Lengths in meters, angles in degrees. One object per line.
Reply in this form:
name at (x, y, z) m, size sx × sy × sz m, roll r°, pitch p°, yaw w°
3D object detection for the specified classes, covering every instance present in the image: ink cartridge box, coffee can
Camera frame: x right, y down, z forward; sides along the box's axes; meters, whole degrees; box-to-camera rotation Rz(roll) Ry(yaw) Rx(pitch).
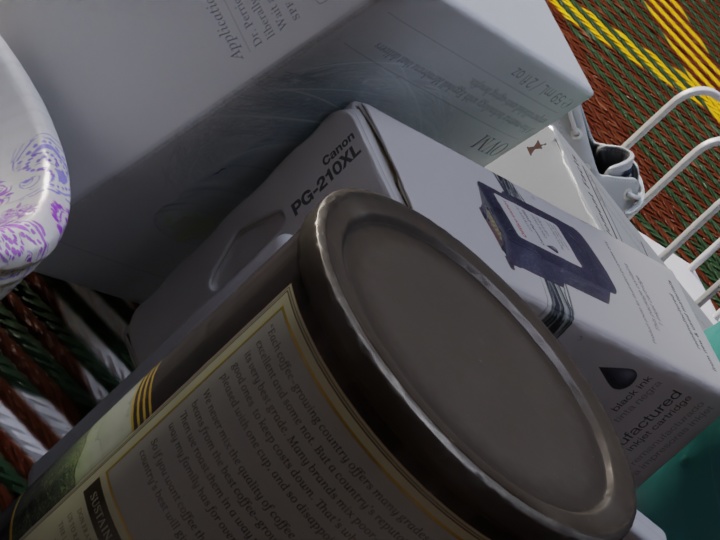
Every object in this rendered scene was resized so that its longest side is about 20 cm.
ink cartridge box at (0.029, 0.038, 1.114) m, size 0.200 × 0.145 × 0.085 m, roll 26°, pitch 30°, yaw -41°
coffee can at (-0.029, 0.092, 0.933) m, size 0.146 × 0.200 × 0.147 m, roll 40°, pitch 22°, yaw -19°

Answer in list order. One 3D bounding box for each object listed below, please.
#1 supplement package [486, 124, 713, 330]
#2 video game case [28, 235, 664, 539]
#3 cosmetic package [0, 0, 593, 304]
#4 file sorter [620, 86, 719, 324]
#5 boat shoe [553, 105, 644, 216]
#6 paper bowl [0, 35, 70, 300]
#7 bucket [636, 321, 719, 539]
supplement package at (0.110, 0.046, 1.362) m, size 0.200 × 0.109 × 0.114 m, roll 47°, pitch 16°, yaw -41°
video game case at (-0.003, 0.092, 1.041) m, size 0.200 × 0.143 × 0.018 m, roll 39°, pitch 24°, yaw -22°
cosmetic package at (-0.043, -0.086, 1.127) m, size 0.199 × 0.200 × 0.123 m, roll 20°, pitch 41°, yaw -63°
file sorter at (0.232, 0.008, 1.706) m, size 0.139 × 0.124 × 0.200 m, roll 29°, pitch 28°, yaw -39°
boat shoe at (0.128, -0.052, 1.612) m, size 0.072 × 0.068 × 0.201 m, roll -90°, pitch 156°, yaw -66°
paper bowl at (-0.207, -0.050, 0.976) m, size 0.200 × 0.104 × 0.201 m, roll 40°, pitch 21°, yaw -19°
bucket at (0.206, 0.100, 1.216) m, size 0.206 × 0.135 × 0.208 m, roll 14°, pitch 64°, yaw -30°
